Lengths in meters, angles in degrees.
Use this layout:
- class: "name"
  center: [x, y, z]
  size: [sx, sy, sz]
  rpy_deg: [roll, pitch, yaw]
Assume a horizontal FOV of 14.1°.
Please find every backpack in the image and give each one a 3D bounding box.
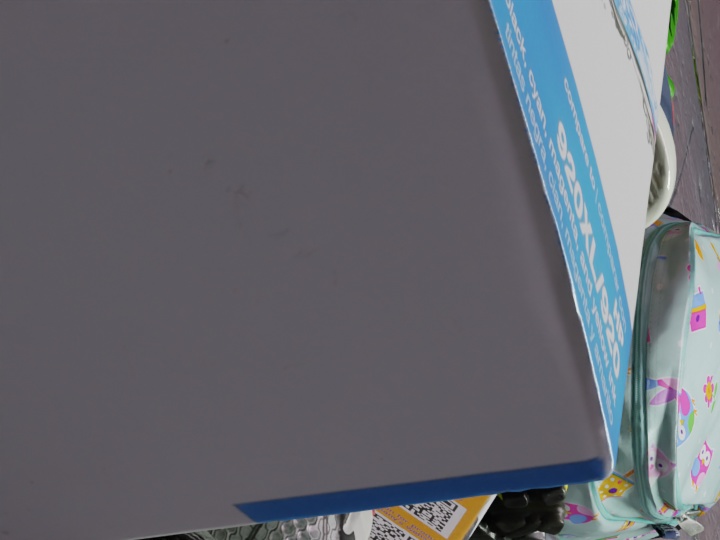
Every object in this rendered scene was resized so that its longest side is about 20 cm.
- class: "backpack"
  center: [0.093, 0.036, 1.177]
  size: [0.200, 0.126, 0.168]
  rpy_deg: [10, 76, -72]

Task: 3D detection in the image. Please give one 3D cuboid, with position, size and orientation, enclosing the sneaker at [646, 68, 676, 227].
- class: "sneaker"
  center: [0.058, -0.110, 1.030]
  size: [0.085, 0.074, 0.201]
  rpy_deg: [-62, 137, -75]

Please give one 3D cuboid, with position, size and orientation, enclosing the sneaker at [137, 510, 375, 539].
- class: "sneaker"
  center: [-0.055, 0.095, 0.596]
  size: [0.082, 0.077, 0.201]
  rpy_deg: [55, 45, -44]

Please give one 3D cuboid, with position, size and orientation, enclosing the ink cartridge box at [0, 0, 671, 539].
- class: "ink cartridge box"
  center: [-0.022, -0.064, 0.608]
  size: [0.201, 0.146, 0.145]
  rpy_deg: [-76, 152, -53]

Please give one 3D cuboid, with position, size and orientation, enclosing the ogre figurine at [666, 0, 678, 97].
- class: "ogre figurine"
  center: [0.066, -0.132, 1.174]
  size: [0.098, 0.119, 0.201]
  rpy_deg: [33, 49, -67]

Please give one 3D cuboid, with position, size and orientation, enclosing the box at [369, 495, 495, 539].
- class: "box"
  center: [-0.010, 0.100, 0.772]
  size: [0.119, 0.041, 0.200]
  rpy_deg: [-59, 173, 17]

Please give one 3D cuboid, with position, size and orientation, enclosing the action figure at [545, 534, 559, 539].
- class: "action figure"
  center: [0.065, 0.153, 1.084]
  size: [0.200, 0.069, 0.131]
  rpy_deg: [105, -17, -72]

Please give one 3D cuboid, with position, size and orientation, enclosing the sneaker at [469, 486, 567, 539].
- class: "sneaker"
  center: [0.000, 0.000, 0.885]
  size: [0.200, 0.078, 0.086]
  rpy_deg: [54, 30, -39]
